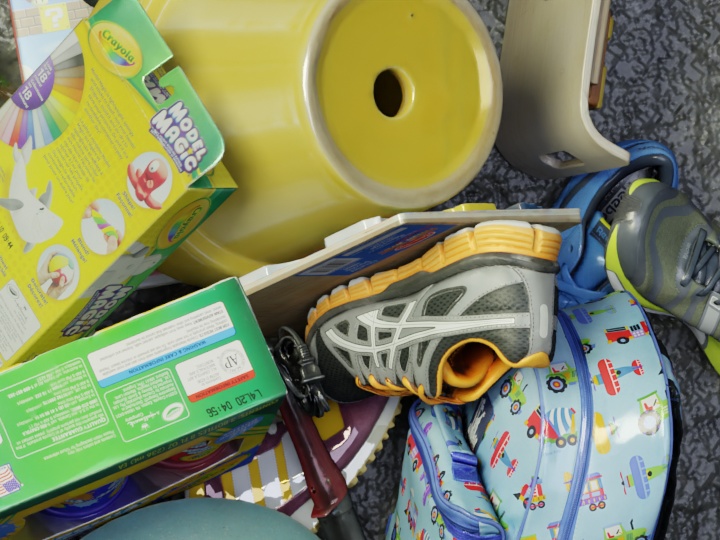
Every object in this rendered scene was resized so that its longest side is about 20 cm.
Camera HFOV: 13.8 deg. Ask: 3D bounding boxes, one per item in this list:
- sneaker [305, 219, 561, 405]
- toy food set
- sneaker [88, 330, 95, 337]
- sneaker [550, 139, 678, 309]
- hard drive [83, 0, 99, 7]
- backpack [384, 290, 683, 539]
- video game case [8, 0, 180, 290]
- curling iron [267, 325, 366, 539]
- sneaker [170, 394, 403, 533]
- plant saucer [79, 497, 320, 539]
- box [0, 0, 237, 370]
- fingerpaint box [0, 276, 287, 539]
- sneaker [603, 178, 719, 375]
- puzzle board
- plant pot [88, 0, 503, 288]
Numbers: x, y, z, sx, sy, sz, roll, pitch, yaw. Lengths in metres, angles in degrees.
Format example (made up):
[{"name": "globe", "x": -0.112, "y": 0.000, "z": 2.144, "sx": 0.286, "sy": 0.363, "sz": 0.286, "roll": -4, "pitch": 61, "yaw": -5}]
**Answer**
[{"name": "sneaker", "x": 0.035, "y": 0.039, "z": 1.594, "sx": 0.078, "sy": 0.200, "sz": 0.077, "roll": 5, "pitch": 68, "yaw": -33}, {"name": "toy food set", "x": 0.136, "y": -0.155, "z": 1.699, "sx": 0.060, "sy": 0.144, "sz": 0.200, "roll": 9, "pitch": 86, "yaw": -17}, {"name": "sneaker", "x": -0.177, "y": 0.025, "z": 1.683, "sx": 0.100, "sy": 0.075, "sz": 0.200, "roll": 19, "pitch": 98, "yaw": -6}, {"name": "sneaker", "x": 0.117, "y": 0.008, "z": 1.723, "sx": 0.066, "sy": 0.078, "sz": 0.200, "roll": 35, "pitch": 85, "yaw": -7}, {"name": "hard drive", "x": -0.096, "y": -0.255, "z": 1.681, "sx": 0.200, "sy": 0.033, "sz": 0.140, "roll": -34, "pitch": 125, "yaw": -17}, {"name": "backpack", "x": 0.099, "y": 0.112, "z": 1.630, "sx": 0.135, "sy": 0.183, "sz": 0.200, "roll": 6, "pitch": 120, "yaw": -12}, {"name": "video game case", "x": -0.120, "y": -0.092, "z": 1.725, "sx": 0.143, "sy": 0.017, "sz": 0.200, "roll": -10, "pitch": 89, "yaw": -8}, {"name": "curling iron", "x": -0.016, "y": 0.125, "z": 1.647, "sx": 0.026, "sy": 0.050, "sz": 0.200, "roll": -21, "pitch": 107, "yaw": -13}, {"name": "sneaker", "x": -0.056, "y": 0.109, "z": 1.696, "sx": 0.090, "sy": 0.075, "sz": 0.200, "roll": 38, "pitch": 82, "yaw": -10}, {"name": "plant saucer", "x": -0.095, "y": 0.220, "z": 1.657, "sx": 0.200, "sy": 0.036, "sz": 0.200, "roll": -7, "pitch": 119, "yaw": -13}, {"name": "box", "x": -0.150, "y": -0.044, "z": 1.574, "sx": 0.200, "sy": 0.048, "sz": 0.117, "roll": -43, "pitch": 68, "yaw": 30}, {"name": "fingerpaint box", "x": -0.149, "y": 0.092, "z": 1.572, "sx": 0.200, "sy": 0.167, "sz": 0.073, "roll": -22, "pitch": 79, "yaw": -15}, {"name": "sneaker", "x": 0.214, "y": 0.009, "z": 1.690, "sx": 0.200, "sy": 0.081, "sz": 0.074, "roll": 34, "pitch": 72, "yaw": -39}, {"name": "puzzle board", "x": 0.000, "y": 0.000, "z": 1.621, "sx": 0.151, "sy": 0.200, "sz": 0.017, "roll": -1, "pitch": 71, "yaw": -48}, {"name": "plant pot", "x": -0.029, "y": -0.092, "z": 1.618, "sx": 0.201, "sy": 0.189, "sz": 0.201, "roll": 1, "pitch": 88, "yaw": -33}]
